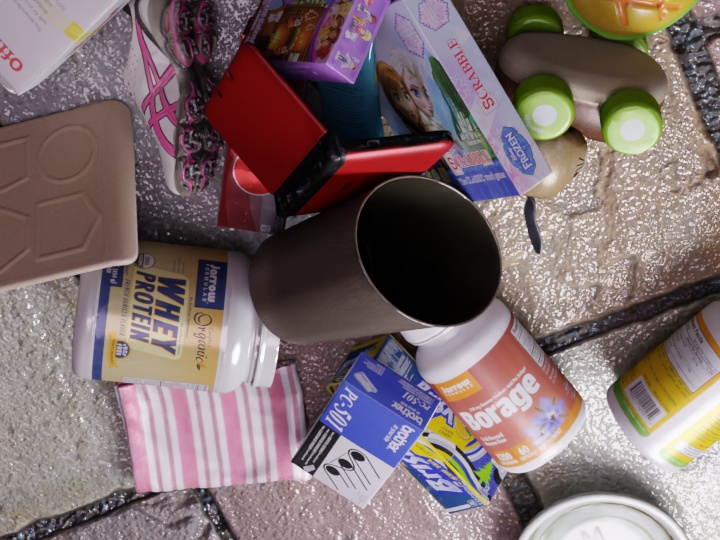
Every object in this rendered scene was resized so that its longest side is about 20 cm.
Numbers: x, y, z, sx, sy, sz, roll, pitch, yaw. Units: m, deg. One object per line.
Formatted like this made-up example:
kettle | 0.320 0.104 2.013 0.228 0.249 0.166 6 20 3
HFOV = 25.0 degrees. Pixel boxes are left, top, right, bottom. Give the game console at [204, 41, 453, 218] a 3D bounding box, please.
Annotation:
game console | -0.032 -0.129 1.464 0.172 0.200 0.119 -9 80 -18

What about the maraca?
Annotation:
maraca | 0.265 -0.298 1.455 0.137 0.107 0.200 37 103 -18

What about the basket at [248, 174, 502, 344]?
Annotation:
basket | 0.000 0.000 1.517 0.180 0.137 0.200 11 163 -39

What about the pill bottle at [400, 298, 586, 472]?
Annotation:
pill bottle | 0.128 0.100 1.643 0.112 0.112 0.200 -36 107 19

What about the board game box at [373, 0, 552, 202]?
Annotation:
board game box | 0.070 -0.155 1.475 0.041 0.200 0.200 -34 99 -16

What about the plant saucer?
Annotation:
plant saucer | 0.261 0.317 1.765 0.199 0.050 0.201 2 114 4

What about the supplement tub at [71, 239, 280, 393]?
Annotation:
supplement tub | -0.181 0.046 1.621 0.199 0.145 0.145 6 115 -7

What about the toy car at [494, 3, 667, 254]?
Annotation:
toy car | 0.189 -0.118 1.519 0.157 0.165 0.200 9 126 -4

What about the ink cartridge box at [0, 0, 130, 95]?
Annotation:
ink cartridge box | -0.289 -0.284 1.511 0.200 0.083 0.145 -38 98 19

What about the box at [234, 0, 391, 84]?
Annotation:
box | -0.021 -0.263 1.431 0.039 0.137 0.201 32 77 -39

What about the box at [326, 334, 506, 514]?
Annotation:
box | 0.062 0.161 1.691 0.200 0.064 0.070 47 143 -15

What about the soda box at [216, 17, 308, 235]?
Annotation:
soda box | -0.093 -0.139 1.580 0.070 0.063 0.201 10 114 -1

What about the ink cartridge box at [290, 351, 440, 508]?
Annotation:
ink cartridge box | 0.002 0.165 1.650 0.094 0.044 0.200 32 145 2

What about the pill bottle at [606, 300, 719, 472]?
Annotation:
pill bottle | 0.354 0.101 1.625 0.111 0.111 0.200 43 111 -14

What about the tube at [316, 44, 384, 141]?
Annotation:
tube | -0.009 -0.155 1.535 0.077 0.050 0.200 13 140 22

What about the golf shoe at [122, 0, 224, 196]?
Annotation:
golf shoe | -0.183 -0.171 1.563 0.092 0.073 0.201 1 98 32

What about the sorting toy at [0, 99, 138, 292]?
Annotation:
sorting toy | -0.316 -0.067 1.589 0.199 0.186 0.036 -10 152 7

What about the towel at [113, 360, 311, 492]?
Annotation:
towel | -0.156 0.171 1.746 0.199 0.030 0.147 -5 115 7
